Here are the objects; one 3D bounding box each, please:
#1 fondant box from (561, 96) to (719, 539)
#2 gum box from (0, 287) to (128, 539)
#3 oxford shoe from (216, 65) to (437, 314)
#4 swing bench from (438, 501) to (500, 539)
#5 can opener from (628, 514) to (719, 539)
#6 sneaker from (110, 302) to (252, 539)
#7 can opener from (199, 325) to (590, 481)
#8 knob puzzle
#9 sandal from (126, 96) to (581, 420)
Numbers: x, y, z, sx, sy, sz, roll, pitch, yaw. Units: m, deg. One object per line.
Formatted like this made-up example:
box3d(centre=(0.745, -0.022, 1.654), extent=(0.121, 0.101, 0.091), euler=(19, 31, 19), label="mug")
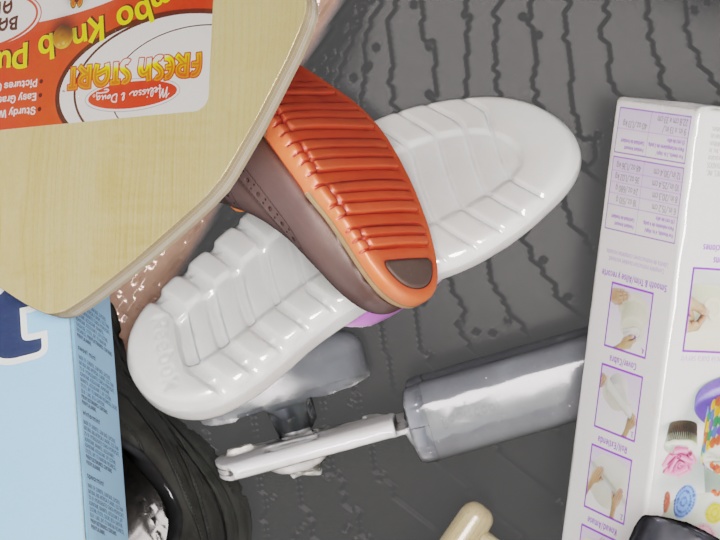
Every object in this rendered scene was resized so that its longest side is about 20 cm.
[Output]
box3d(centre=(0.159, 0.039, 0.757), extent=(0.144, 0.058, 0.201), euler=(3, 96, -28), label="fondant box")
box3d(centre=(-0.180, 0.036, 0.752), extent=(0.169, 0.045, 0.201), euler=(-12, 67, 13), label="gum box")
box3d(centre=(-0.045, -0.048, 0.775), extent=(0.073, 0.071, 0.200), euler=(-49, 64, 24), label="oxford shoe")
box3d(centre=(0.062, 0.241, 0.783), extent=(0.199, 0.130, 0.200), euler=(36, 102, -1), label="swing bench")
box3d(centre=(0.158, 0.163, 0.707), extent=(0.200, 0.063, 0.079), euler=(38, 74, -31), label="can opener")
box3d(centre=(-0.121, 0.053, 0.792), extent=(0.076, 0.091, 0.200), euler=(-45, 87, 6), label="sneaker")
box3d(centre=(0.031, 0.041, 0.800), extent=(0.199, 0.053, 0.067), euler=(-17, 94, 4), label="can opener")
box3d(centre=(-0.101, -0.080, 0.729), extent=(0.219, 0.030, 0.221), euler=(-6, 76, 25), label="knob puzzle")
box3d(centre=(-0.003, -0.005, 0.796), extent=(0.202, 0.050, 0.083), euler=(-29, 57, -7), label="sandal")
